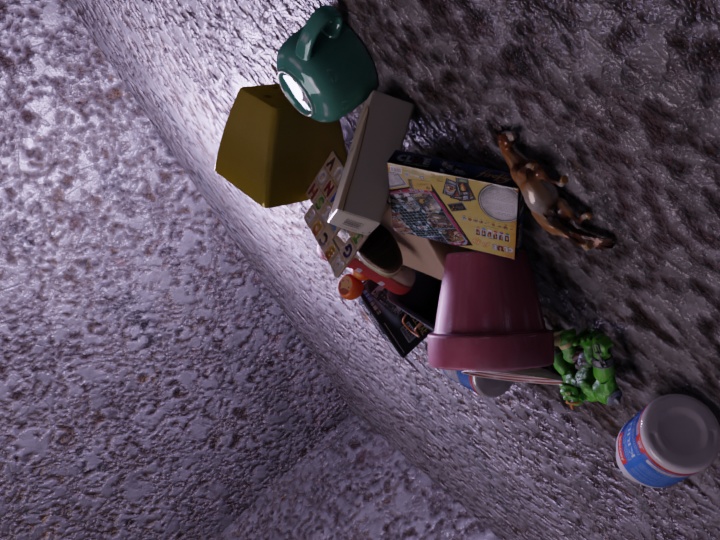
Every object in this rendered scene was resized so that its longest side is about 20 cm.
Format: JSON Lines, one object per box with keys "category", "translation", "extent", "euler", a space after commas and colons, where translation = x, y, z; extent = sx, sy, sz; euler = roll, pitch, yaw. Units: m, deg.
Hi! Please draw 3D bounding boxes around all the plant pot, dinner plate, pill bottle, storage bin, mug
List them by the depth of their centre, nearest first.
{"category": "pill bottle", "translation": [0.451, 0.264, 1.171], "extent": [0.112, 0.112, 0.200], "euler": [44, 164, 19]}
{"category": "plant pot", "translation": [0.203, 0.060, 1.234], "extent": [0.200, 0.199, 0.180], "euler": [171, 98, -73]}
{"category": "mug", "translation": [-0.070, -0.328, 1.249], "extent": [0.152, 0.114, 0.185], "euler": [31, 157, 51]}
{"category": "dinner plate", "translation": [0.292, 0.195, 1.476], "extent": [0.199, 0.024, 0.200], "euler": [5, 169, 1]}
{"category": "plant pot", "translation": [-0.144, -0.252, 1.487], "extent": [0.200, 0.200, 0.177], "euler": [37, 130, 41]}
{"category": "storage bin", "translation": [0.167, 0.086, 1.576], "extent": [0.200, 0.146, 0.134], "euler": [31, 167, 51]}
{"category": "pill bottle", "translation": [0.233, 0.191, 1.666], "extent": [0.112, 0.112, 0.200], "euler": [56, 165, -24]}

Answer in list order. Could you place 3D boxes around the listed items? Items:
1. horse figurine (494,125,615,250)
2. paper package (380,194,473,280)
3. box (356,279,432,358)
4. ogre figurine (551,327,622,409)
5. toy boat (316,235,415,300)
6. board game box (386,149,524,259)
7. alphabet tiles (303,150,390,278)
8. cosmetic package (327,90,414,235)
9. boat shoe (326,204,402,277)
{"category": "horse figurine", "translation": [0.247, -0.095, 1.014], "extent": [0.200, 0.050, 0.133], "euler": [48, 179, -19]}
{"category": "paper package", "translation": [0.106, -0.089, 1.355], "extent": [0.200, 0.103, 0.191], "euler": [25, 151, 57]}
{"category": "box", "translation": [0.089, 0.063, 1.679], "extent": [0.200, 0.158, 0.050], "euler": [57, 164, -24]}
{"category": "ogre figurine", "translation": [0.360, 0.154, 1.249], "extent": [0.200, 0.098, 0.120], "euler": [-19, 93, 59]}
{"category": "toy boat", "translation": [0.000, 0.000, 1.516], "extent": [0.200, 0.131, 0.131], "euler": [30, -163, -18]}
{"category": "board game box", "translation": [0.140, -0.098, 1.154], "extent": [0.199, 0.035, 0.136], "euler": [15, 138, 21]}
{"category": "alphabet tiles", "translation": [-0.035, -0.114, 1.365], "extent": [0.008, 0.167, 0.200], "euler": [11, -145, -40]}
{"category": "cosmetic package", "translation": [0.015, -0.166, 1.225], "extent": [0.073, 0.201, 0.104], "euler": [17, 168, -8]}
{"category": "boat shoe", "translation": [0.010, -0.048, 1.388], "extent": [0.200, 0.071, 0.076], "euler": [52, 157, 36]}
